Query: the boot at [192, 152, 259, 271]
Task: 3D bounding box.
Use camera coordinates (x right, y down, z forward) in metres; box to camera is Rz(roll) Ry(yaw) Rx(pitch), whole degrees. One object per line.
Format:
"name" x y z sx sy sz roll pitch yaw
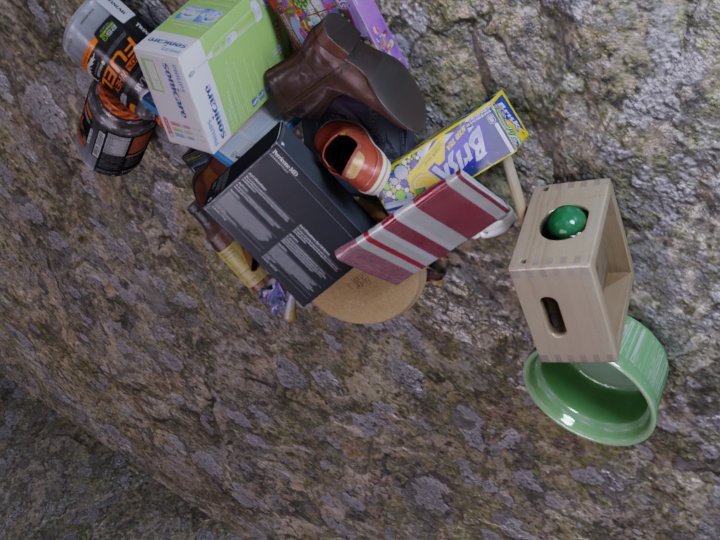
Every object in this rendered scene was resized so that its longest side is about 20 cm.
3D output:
"boot" -0.191 -0.089 1.394 0.203 0.067 0.189 62 143 24

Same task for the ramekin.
"ramekin" 0.339 0.145 1.274 0.197 0.098 0.202 26 145 19

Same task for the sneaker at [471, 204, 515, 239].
"sneaker" 0.119 -0.107 1.217 0.197 0.075 0.082 24 136 21

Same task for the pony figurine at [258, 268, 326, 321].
"pony figurine" -0.094 -0.006 1.459 0.189 0.169 0.201 8 138 -23

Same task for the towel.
"towel" 0.080 -0.053 1.144 0.198 0.023 0.143 -33 150 24

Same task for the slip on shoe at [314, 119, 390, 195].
"slip on shoe" -0.023 -0.157 1.165 0.060 0.075 0.200 23 -166 -29

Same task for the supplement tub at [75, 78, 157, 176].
"supplement tub" -0.404 -0.254 1.498 0.122 0.123 0.200 41 146 -5

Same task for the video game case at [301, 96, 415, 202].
"video game case" -0.005 -0.173 1.245 0.197 0.019 0.146 17 121 39

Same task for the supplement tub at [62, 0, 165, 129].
"supplement tub" -0.342 -0.317 1.362 0.199 0.123 0.123 40 147 -3

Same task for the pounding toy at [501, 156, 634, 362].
"pounding toy" 0.244 -0.024 1.112 0.139 0.186 0.202 -4 130 30

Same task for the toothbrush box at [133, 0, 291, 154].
"toothbrush box" -0.185 -0.279 1.183 0.085 0.201 0.147 16 143 28

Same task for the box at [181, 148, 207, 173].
"box" -0.197 -0.166 1.479 0.198 0.038 0.137 -10 124 50

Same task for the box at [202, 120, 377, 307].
"box" -0.090 -0.073 1.199 0.140 0.079 0.200 -35 114 22

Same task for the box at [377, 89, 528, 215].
"box" 0.108 -0.140 1.122 0.198 0.064 0.071 -30 99 34

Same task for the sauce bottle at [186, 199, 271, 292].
"sauce bottle" -0.236 -0.051 1.635 0.201 0.066 0.066 51 145 -14

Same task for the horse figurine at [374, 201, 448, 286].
"horse figurine" 0.070 -0.050 1.343 0.131 0.050 0.202 23 148 35

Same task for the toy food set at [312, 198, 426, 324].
"toy food set" 0.000 0.000 1.326 0.199 0.049 0.197 36 122 -24

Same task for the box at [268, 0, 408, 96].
"box" -0.039 -0.321 1.138 0.135 0.039 0.202 -2 130 44

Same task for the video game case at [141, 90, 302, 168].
"video game case" -0.193 -0.234 1.274 0.198 0.143 0.018 36 155 18

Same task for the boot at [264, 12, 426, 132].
"boot" -0.026 -0.222 1.157 0.187 0.065 0.199 46 150 -12
